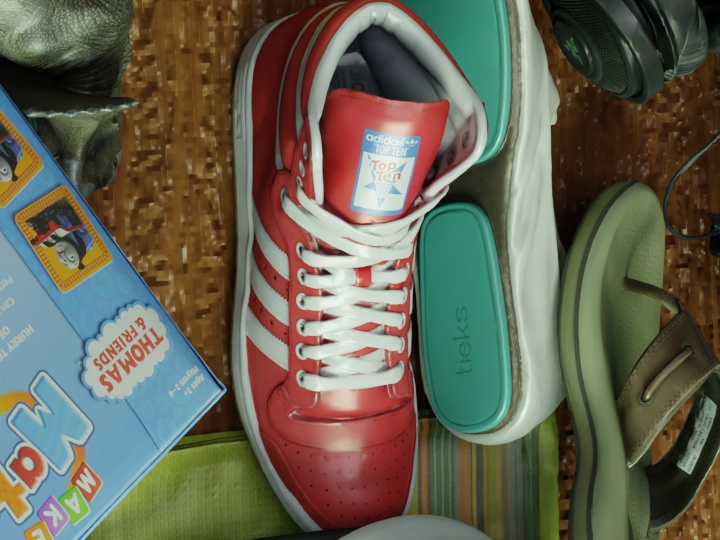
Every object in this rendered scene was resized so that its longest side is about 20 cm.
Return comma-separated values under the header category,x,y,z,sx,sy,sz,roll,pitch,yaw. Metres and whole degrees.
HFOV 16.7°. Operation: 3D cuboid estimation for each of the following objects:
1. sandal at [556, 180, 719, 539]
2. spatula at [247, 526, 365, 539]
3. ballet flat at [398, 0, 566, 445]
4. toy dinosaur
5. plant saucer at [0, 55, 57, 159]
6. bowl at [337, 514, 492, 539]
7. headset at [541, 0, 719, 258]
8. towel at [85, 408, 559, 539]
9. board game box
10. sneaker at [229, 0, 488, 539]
category,x,y,z,sx,sy,sz,roll,pitch,yaw
sandal,0.111,0.061,0.919,0.057,0.080,0.202,-10,60,20
spatula,-0.084,0.114,0.886,0.198,0.021,0.057,-9,100,-6
ballet flat,0.050,-0.036,0.934,0.069,0.069,0.202,-5,92,-19
toy dinosaur,-0.123,-0.118,0.846,0.200,0.077,0.102,51,59,-19
plant saucer,-0.167,-0.126,0.878,0.069,0.019,0.202,-19,98,-18
bowl,0.031,0.195,0.870,0.200,0.090,0.203,-16,112,-43
headset,0.135,-0.101,0.942,0.123,0.094,0.202,-13,106,-18
towel,-0.016,0.101,0.935,0.198,0.018,0.087,-5,92,-19
board game box,-0.146,0.003,0.784,0.201,0.036,0.151,54,40,-8
sneaker,0.000,0.000,0.879,0.071,0.112,0.202,-6,87,-22
